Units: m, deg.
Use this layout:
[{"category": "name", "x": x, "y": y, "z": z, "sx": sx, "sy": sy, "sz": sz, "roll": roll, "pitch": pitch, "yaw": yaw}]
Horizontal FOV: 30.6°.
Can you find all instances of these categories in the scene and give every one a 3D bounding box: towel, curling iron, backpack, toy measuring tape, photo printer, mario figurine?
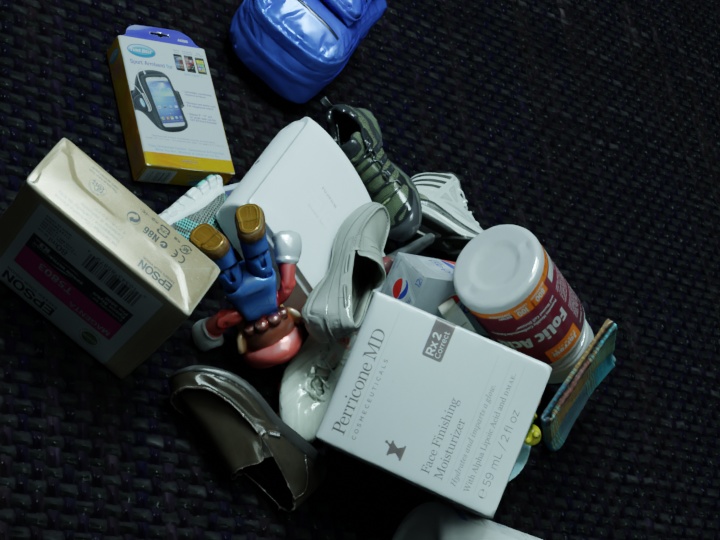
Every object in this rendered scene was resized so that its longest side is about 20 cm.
[{"category": "towel", "x": 0.264, "y": 0.142, "z": 1.578, "sx": 0.022, "sy": 0.200, "sz": 0.148, "roll": 33, "pitch": 82, "yaw": 17}, {"category": "curling iron", "x": 0.038, "y": -0.011, "z": 1.591, "sx": 0.026, "sy": 0.050, "sz": 0.199, "roll": 51, "pitch": 37, "yaw": 11}, {"category": "backpack", "x": -0.069, "y": -0.329, "z": 1.664, "sx": 0.162, "sy": 0.168, "sz": 0.201, "roll": 38, "pitch": 49, "yaw": -3}, {"category": "toy measuring tape", "x": 0.155, "y": 0.125, "z": 1.540, "sx": 0.201, "sy": 0.073, "sz": 0.074, "roll": 57, "pitch": 43, "yaw": -10}, {"category": "photo printer", "x": -0.063, "y": -0.068, "z": 1.507, "sx": 0.167, "sy": 0.069, "sz": 0.201, "roll": 55, "pitch": 41, "yaw": -21}, {"category": "mario figurine", "x": -0.123, "y": 0.019, "z": 1.402, "sx": 0.107, "sy": 0.121, "sz": 0.202, "roll": -72, "pitch": 156, "yaw": -44}]

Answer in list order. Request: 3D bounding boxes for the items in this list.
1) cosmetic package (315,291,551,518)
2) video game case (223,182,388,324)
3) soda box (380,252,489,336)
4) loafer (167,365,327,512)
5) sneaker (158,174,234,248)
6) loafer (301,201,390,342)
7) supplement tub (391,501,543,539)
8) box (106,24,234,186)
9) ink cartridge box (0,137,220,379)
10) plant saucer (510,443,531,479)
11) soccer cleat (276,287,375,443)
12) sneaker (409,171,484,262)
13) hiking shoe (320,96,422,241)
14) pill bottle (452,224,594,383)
[{"category": "cosmetic package", "x": 0.077, "y": 0.145, "z": 1.383, "sx": 0.197, "sy": 0.165, "sz": 0.167, "roll": 22, "pitch": 82, "yaw": 7}, {"category": "video game case", "x": -0.063, "y": -0.035, "z": 1.574, "sx": 0.198, "sy": 0.022, "sz": 0.184, "roll": -18, "pitch": 75, "yaw": -43}, {"category": "soda box", "x": 0.118, "y": 0.032, "z": 1.613, "sx": 0.198, "sy": 0.069, "sz": 0.063, "roll": 8, "pitch": 23, "yaw": -43}, {"category": "loafer", "x": -0.119, "y": 0.174, "z": 1.352, "sx": 0.199, "sy": 0.073, "sz": 0.072, "roll": 38, "pitch": 43, "yaw": -13}, {"category": "sneaker", "x": -0.189, "y": -0.027, "z": 1.431, "sx": 0.092, "sy": 0.077, "sz": 0.200, "roll": 51, "pitch": 45, "yaw": -5}, {"category": "loafer", "x": 0.000, "y": 0.000, "z": 1.449, "sx": 0.070, "sy": 0.069, "sz": 0.202, "roll": 60, "pitch": 38, "yaw": -37}, {"category": "supplement tub", "x": 0.135, "y": 0.337, "z": 1.411, "sx": 0.198, "sy": 0.132, "sz": 0.134, "roll": 24, "pitch": 49, "yaw": -24}, {"category": "box", "x": -0.225, "y": -0.194, "z": 1.537, "sx": 0.118, "sy": 0.041, "sz": 0.203, "roll": 4, "pitch": 58, "yaw": -37}, {"category": "ink cartridge box", "x": -0.261, "y": -0.007, "z": 1.291, "sx": 0.199, "sy": 0.165, "sz": 0.075, "roll": 40, "pitch": 47, "yaw": -10}, {"category": "plant saucer", "x": 0.118, "y": 0.168, "z": 1.574, "sx": 0.199, "sy": 0.039, "sz": 0.204, "roll": 21, "pitch": 50, "yaw": -27}, {"category": "soccer cleat", "x": -0.036, "y": 0.099, "z": 1.454, "sx": 0.069, "sy": 0.077, "sz": 0.202, "roll": 38, "pitch": 52, "yaw": -24}, {"category": "sneaker", "x": 0.142, "y": -0.064, "z": 1.720, "sx": 0.199, "sy": 0.076, "sz": 0.116, "roll": 31, "pitch": 49, "yaw": -16}, {"category": "hiking shoe", "x": 0.004, "y": -0.123, "z": 1.634, "sx": 0.100, "sy": 0.075, "sz": 0.202, "roll": 15, "pitch": 42, "yaw": -57}, {"category": "pill bottle", "x": 0.199, "y": 0.046, "z": 1.559, "sx": 0.200, "sy": 0.113, "sz": 0.116, "roll": 47, "pitch": 36, "yaw": -45}]
